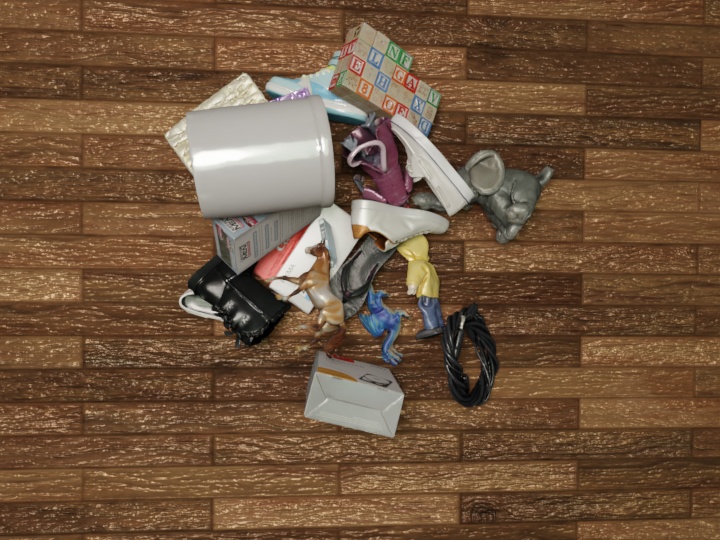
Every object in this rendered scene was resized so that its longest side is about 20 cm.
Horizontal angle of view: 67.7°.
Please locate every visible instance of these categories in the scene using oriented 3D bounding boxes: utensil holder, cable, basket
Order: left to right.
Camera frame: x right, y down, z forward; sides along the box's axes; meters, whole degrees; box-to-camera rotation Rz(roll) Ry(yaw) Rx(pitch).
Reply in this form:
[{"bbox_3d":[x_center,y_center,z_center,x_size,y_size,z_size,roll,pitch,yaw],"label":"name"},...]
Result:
[{"bbox_3d":[-0.234,-0.237,0.972,0.199,0.123,0.136,-38,94,-2],"label":"basket"},{"bbox_3d":[-0.150,-0.168,0.816,0.197,0.170,0.173,-10,92,-11],"label":"utensil holder"},{"bbox_3d":[0.209,0.171,1.011,0.050,0.163,0.203,-3,109,34],"label":"cable"}]

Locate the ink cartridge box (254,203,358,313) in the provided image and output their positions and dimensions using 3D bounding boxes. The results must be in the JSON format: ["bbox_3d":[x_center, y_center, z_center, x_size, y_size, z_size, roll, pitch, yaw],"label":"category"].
[{"bbox_3d":[-0.115,-0.050,1.026,0.175,0.045,0.201,34,89,-5],"label":"ink cartridge box"}]

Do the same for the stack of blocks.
[{"bbox_3d":[0.052,-0.339,0.981,0.198,0.058,0.117,23,85,-31],"label":"stack of blocks"}]

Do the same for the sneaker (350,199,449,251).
[{"bbox_3d":[0.071,-0.073,0.987,0.197,0.073,0.086,7,86,-21],"label":"sneaker"}]

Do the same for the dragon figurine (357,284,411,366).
[{"bbox_3d":[0.029,0.090,1.032,0.099,0.059,0.200,-43,95,-2],"label":"dragon figurine"}]

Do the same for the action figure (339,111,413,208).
[{"bbox_3d":[0.054,-0.180,0.982,0.133,0.149,0.201,-30,120,4],"label":"action figure"}]

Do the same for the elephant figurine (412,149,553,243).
[{"bbox_3d":[0.227,-0.156,1.007,0.199,0.142,0.156,34,46,4],"label":"elephant figurine"}]

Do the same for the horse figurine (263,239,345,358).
[{"bbox_3d":[-0.079,0.057,0.947,0.131,0.050,0.202,-22,78,-33],"label":"horse figurine"}]

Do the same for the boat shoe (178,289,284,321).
[{"bbox_3d":[-0.240,0.069,1.009,0.196,0.065,0.075,1,91,-4],"label":"boat shoe"}]

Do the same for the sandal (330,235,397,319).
[{"bbox_3d":[-0.001,-0.001,0.997,0.075,0.048,0.202,32,81,5],"label":"sandal"}]

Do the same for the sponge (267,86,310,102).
[{"bbox_3d":[-0.160,-0.219,0.904,0.198,0.030,0.113,-25,109,-9],"label":"sponge"}]

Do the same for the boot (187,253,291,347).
[{"bbox_3d":[-0.192,0.024,0.964,0.162,0.074,0.198,41,66,8],"label":"boot"}]

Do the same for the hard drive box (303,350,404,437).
[{"bbox_3d":[-0.017,0.215,0.962,0.153,0.200,0.078,15,90,-5],"label":"hard drive box"}]

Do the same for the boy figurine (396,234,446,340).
[{"bbox_3d":[0.114,0.026,1.014,0.064,0.124,0.203,-19,80,27],"label":"boy figurine"}]

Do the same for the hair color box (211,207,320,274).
[{"bbox_3d":[-0.155,-0.093,0.925,0.060,0.100,0.199,39,59,19],"label":"hair color box"}]

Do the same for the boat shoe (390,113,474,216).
[{"bbox_3d":[0.113,-0.183,0.942,0.066,0.072,0.200,-42,100,8],"label":"boat shoe"}]

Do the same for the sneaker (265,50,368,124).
[{"bbox_3d":[-0.071,-0.360,1.006,0.197,0.079,0.133,12,92,-14],"label":"sneaker"}]
